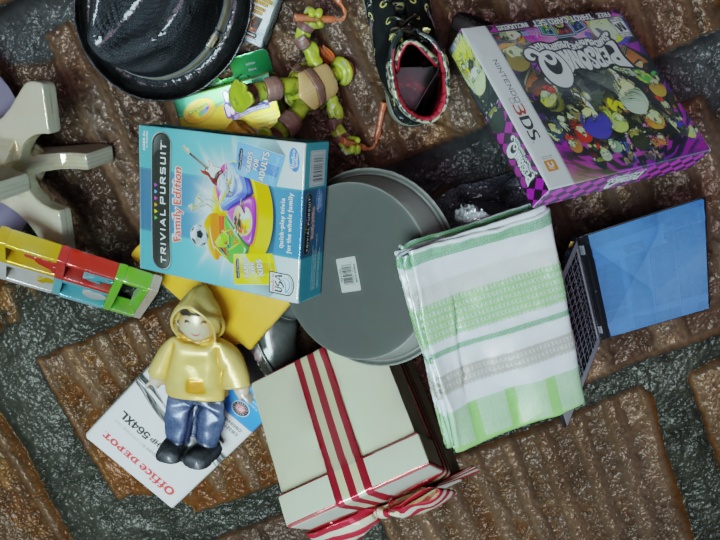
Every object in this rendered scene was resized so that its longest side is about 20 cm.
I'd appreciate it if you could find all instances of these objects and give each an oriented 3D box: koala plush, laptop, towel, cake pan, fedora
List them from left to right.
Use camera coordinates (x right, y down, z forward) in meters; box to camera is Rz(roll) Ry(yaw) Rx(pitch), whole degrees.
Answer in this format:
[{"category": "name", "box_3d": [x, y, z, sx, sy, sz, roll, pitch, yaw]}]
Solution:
[{"category": "fedora", "box_3d": [-0.209, -0.266, 0.690, 0.199, 0.092, 0.202, 1, 107, 4]}, {"category": "cake pan", "box_3d": [0.000, 0.000, 0.687, 0.199, 0.037, 0.202, 5, 100, 31]}, {"category": "koala plush", "box_3d": [0.130, -0.004, 0.731, 0.183, 0.200, 0.178, -7, 106, 6]}, {"category": "towel", "box_3d": [0.124, 0.053, 0.627, 0.148, 0.031, 0.201, -17, 103, -7]}, {"category": "laptop", "box_3d": [0.286, 0.052, 0.743, 0.115, 0.200, 0.188, 10, 146, 35]}]

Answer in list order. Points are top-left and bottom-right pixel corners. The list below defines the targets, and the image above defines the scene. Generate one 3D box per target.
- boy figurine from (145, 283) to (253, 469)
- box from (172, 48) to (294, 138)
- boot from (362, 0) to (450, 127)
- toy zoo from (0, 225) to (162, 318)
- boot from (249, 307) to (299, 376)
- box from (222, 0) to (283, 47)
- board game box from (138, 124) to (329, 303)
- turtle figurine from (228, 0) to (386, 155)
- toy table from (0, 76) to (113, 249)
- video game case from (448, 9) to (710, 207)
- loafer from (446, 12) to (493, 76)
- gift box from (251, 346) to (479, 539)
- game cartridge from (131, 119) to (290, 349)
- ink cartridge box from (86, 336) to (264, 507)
[{"category": "boy figurine", "box_3d": [-0.176, 0.116, 0.768, 0.124, 0.064, 0.201, 12, 108, 7]}, {"category": "box", "box_3d": [-0.131, -0.138, 0.788, 0.117, 0.048, 0.201, -14, 103, 7]}, {"category": "boot", "box_3d": [0.046, -0.242, 0.689, 0.073, 0.154, 0.205, -11, 104, 1]}, {"category": "toy zoo", "box_3d": [-0.333, 0.003, 0.780, 0.199, 0.131, 0.021, 20, 65, -21]}, {"category": "boot", "box_3d": [-0.045, 0.039, 0.829, 0.199, 0.073, 0.183, -25, 105, 3]}, {"category": "box", "box_3d": [-0.170, -0.341, 0.735, 0.199, 0.040, 0.138, 24, 107, -3]}, {"category": "board game box", "box_3d": [-0.132, -0.062, 0.696, 0.199, 0.047, 0.152, 10, 105, 25]}, {"category": "turtle figurine", "box_3d": [-0.061, -0.200, 0.736, 0.161, 0.064, 0.201, -37, 122, -32]}, {"category": "toy table", "box_3d": [-0.372, -0.116, 0.750, 0.116, 0.184, 0.201, 9, 125, 17]}, {"category": "video game case", "box_3d": [0.207, -0.161, 0.657, 0.199, 0.036, 0.182, -14, 69, -23]}, {"category": "loafer", "box_3d": [0.177, -0.203, 0.746, 0.199, 0.073, 0.071, 27, 118, -2]}, {"category": "gift box", "box_3d": [0.013, 0.194, 0.785, 0.184, 0.200, 0.188, -29, 60, 14]}, {"category": "game cartridge", "box_3d": [-0.131, -0.034, 0.773, 0.176, 0.032, 0.200, 42, 106, -2]}, {"category": "ink cartridge box", "box_3d": [-0.213, 0.171, 0.861, 0.146, 0.084, 0.200, 43, 103, -8]}]
